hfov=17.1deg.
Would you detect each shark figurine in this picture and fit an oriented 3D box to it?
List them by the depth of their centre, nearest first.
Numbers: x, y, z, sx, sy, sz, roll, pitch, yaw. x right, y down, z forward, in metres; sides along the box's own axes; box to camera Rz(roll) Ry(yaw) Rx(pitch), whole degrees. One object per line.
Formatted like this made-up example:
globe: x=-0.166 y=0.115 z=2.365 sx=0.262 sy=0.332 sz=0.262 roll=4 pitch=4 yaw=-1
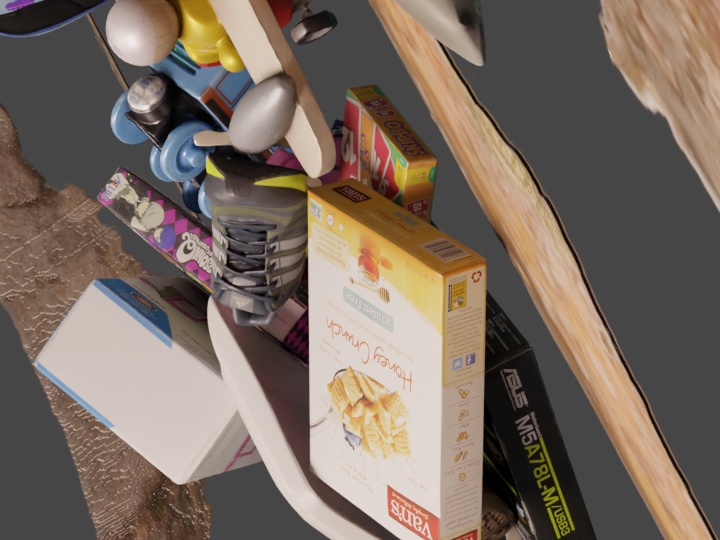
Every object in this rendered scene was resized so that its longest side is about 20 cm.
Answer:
shark figurine: x=-0.019 y=-0.176 z=1.153 sx=0.214 sy=0.089 sz=0.129 roll=47 pitch=162 yaw=59

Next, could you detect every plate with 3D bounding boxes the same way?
plate: x=-0.026 y=0.131 z=1.648 sx=0.200 sy=0.032 sz=0.200 roll=41 pitch=-167 yaw=-48

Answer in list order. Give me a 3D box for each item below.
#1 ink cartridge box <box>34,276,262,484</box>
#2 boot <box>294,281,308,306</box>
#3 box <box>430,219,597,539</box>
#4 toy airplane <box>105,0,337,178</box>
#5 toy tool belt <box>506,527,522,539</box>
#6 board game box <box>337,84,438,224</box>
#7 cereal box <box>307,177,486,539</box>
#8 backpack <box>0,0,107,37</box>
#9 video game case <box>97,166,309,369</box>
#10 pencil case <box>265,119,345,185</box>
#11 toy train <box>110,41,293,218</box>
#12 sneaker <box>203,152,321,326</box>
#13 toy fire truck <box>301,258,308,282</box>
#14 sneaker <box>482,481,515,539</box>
ink cartridge box: x=-0.132 y=0.077 z=1.775 sx=0.144 sy=0.085 sz=0.200 roll=38 pitch=-172 yaw=11
boot: x=-0.034 y=0.027 z=2.104 sx=0.132 sy=0.070 sz=0.200 roll=61 pitch=179 yaw=-40
box: x=0.076 y=0.071 z=1.557 sx=0.200 sy=0.047 sz=0.194 roll=54 pitch=167 yaw=51
toy airplane: x=-0.087 y=-0.168 z=1.433 sx=0.200 sy=0.141 sz=0.200 roll=53 pitch=168 yaw=51
toy tool belt: x=0.050 y=0.195 z=1.889 sx=0.125 sy=0.122 sz=0.200 roll=65 pitch=173 yaw=-24
board game box: x=0.010 y=-0.007 z=1.509 sx=0.096 sy=0.030 sz=0.201 roll=-126 pitch=32 yaw=-49
cereal box: x=0.020 y=0.061 z=1.448 sx=0.144 sy=0.039 sz=0.201 roll=32 pitch=130 yaw=48
backpack: x=-0.246 y=-0.289 z=1.873 sx=0.135 sy=0.199 sz=0.183 roll=51 pitch=168 yaw=55
video game case: x=-0.092 y=0.010 z=1.774 sx=0.181 sy=0.036 sz=0.200 roll=37 pitch=176 yaw=17
pencil case: x=0.000 y=0.000 z=1.672 sx=0.093 sy=0.091 sz=0.201 roll=9 pitch=135 yaw=35
toy train: x=-0.090 y=-0.096 z=1.668 sx=0.087 sy=0.114 sz=0.200 roll=37 pitch=174 yaw=36
sneaker: x=-0.063 y=-0.017 z=1.506 sx=0.200 sy=0.073 sz=0.081 roll=68 pitch=-147 yaw=-73
toy fire truck: x=-0.079 y=-0.062 z=1.891 sx=0.141 sy=0.049 sz=0.200 roll=65 pitch=-179 yaw=40
sneaker: x=0.055 y=0.159 z=1.579 sx=0.076 sy=0.070 sz=0.200 roll=60 pitch=174 yaw=16
